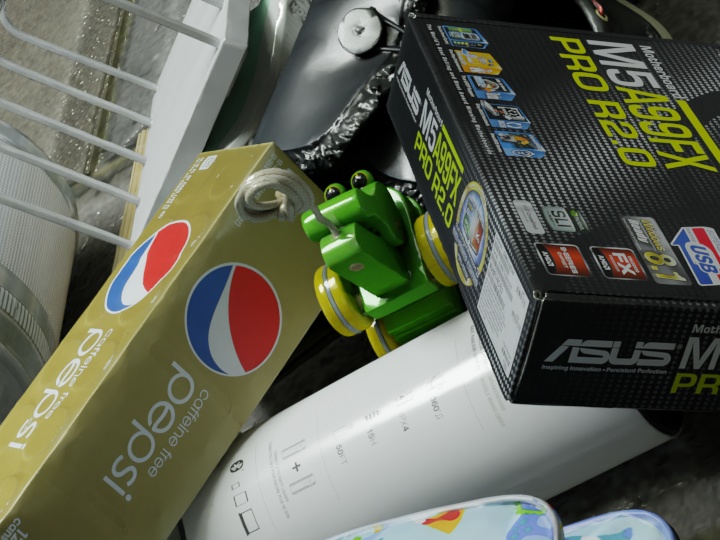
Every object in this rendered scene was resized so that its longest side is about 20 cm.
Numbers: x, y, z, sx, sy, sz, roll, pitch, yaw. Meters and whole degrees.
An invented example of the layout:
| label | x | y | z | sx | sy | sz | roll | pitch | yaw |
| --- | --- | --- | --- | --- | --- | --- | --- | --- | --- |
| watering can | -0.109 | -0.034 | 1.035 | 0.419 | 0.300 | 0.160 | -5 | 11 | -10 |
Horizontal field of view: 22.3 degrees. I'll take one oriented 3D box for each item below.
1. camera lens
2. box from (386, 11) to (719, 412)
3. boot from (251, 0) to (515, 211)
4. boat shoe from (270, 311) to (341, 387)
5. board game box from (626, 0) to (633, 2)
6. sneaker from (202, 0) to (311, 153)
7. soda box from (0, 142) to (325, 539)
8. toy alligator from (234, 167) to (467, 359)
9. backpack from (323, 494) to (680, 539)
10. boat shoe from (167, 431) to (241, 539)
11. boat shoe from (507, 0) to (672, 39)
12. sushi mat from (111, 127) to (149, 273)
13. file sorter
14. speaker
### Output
| label | x | y | z | sx | sy | sz | roll | pitch | yaw |
| --- | --- | --- | --- | --- | --- | --- | --- | --- | --- |
| camera lens | -0.242 | 0.020 | 0.996 | 0.159 | 0.160 | 0.201 | -28 | 37 | 24 |
| box | 0.107 | -0.026 | 0.674 | 0.201 | 0.158 | 0.045 | -108 | 25 | -54 |
| boot | -0.020 | -0.121 | 0.806 | 0.198 | 0.076 | 0.170 | 18 | 83 | 21 |
| boat shoe | -0.001 | 0.000 | 0.845 | 0.200 | 0.072 | 0.066 | -31 | 64 | 1 |
| board game box | 0.135 | -0.221 | 0.934 | 0.164 | 0.057 | 0.201 | -25 | 39 | 32 |
| sneaker | -0.054 | -0.058 | 0.971 | 0.118 | 0.073 | 0.202 | -22 | 49 | 68 |
| soda box | -0.084 | 0.044 | 0.746 | 0.067 | 0.064 | 0.201 | -3 | 49 | 57 |
| toy alligator | 0.007 | -0.012 | 0.718 | 0.059 | 0.200 | 0.055 | -26 | 56 | 19 |
| backpack | 0.019 | 0.170 | 0.564 | 0.199 | 0.147 | 0.184 | -24 | 37 | 34 |
| boat shoe | -0.126 | 0.140 | 0.800 | 0.062 | 0.073 | 0.201 | 35 | 92 | 25 |
| boat shoe | 0.053 | -0.124 | 0.853 | 0.201 | 0.063 | 0.074 | 31 | 109 | 36 |
| sushi mat | -0.101 | -0.033 | 1.032 | 0.095 | 0.012 | 0.201 | -28 | 37 | 28 |
| file sorter | -0.138 | -0.127 | 0.983 | 0.201 | 0.123 | 0.140 | -92 | 26 | -58 |
| speaker | 0.026 | 0.069 | 0.722 | 0.199 | 0.081 | 0.082 | -30 | 36 | 23 |
